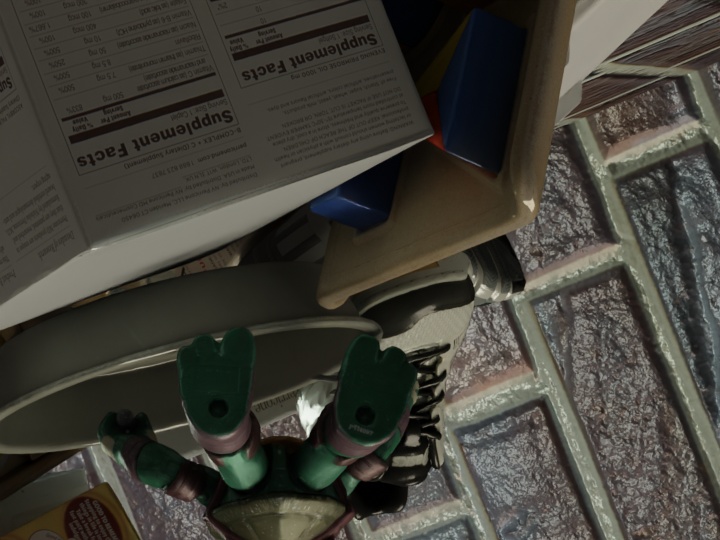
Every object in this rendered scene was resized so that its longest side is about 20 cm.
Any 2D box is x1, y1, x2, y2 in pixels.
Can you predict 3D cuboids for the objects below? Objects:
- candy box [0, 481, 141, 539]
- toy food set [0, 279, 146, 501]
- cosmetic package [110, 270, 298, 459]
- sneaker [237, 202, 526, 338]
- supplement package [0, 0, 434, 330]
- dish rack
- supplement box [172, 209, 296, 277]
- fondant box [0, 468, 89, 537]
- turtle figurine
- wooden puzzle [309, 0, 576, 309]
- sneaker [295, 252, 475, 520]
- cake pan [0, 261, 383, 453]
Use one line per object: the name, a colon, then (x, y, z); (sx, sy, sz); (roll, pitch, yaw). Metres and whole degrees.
candy box: (-0.216, 0.205, 1.165); (0.200, 0.055, 0.115); (-27, 160, -12)
toy food set: (-0.185, 0.065, 1.126); (0.060, 0.144, 0.200); (10, -154, 34)
cosmetic package: (-0.119, 0.014, 1.280); (0.071, 0.200, 0.101); (-23, 179, 39)
sneaker: (0.000, 0.000, 1.104); (0.115, 0.075, 0.200); (-34, 155, 23)
supplement package: (-0.097, -0.057, 0.819); (0.156, 0.111, 0.200); (-21, 179, -31)
dish rack: (0.126, -0.138, 0.975); (0.200, 0.044, 0.172); (-42, 172, 4)
supplement box: (-0.022, -0.072, 1.094); (0.126, 0.074, 0.200); (-20, 160, -38)
fondant box: (-0.280, 0.173, 1.281); (0.144, 0.058, 0.200); (-12, 178, -43)
turtle figurine: (-0.038, 0.084, 0.932); (0.150, 0.101, 0.200); (-13, 162, -12)
wooden puzzle: (0.030, -0.091, 0.852); (0.046, 0.185, 0.200); (18, 160, -19)
sneaker: (0.024, 0.064, 1.064); (0.076, 0.088, 0.200); (-10, 154, -18)
cake pan: (-0.090, 0.041, 0.971); (0.200, 0.037, 0.200); (-16, 168, -3)
